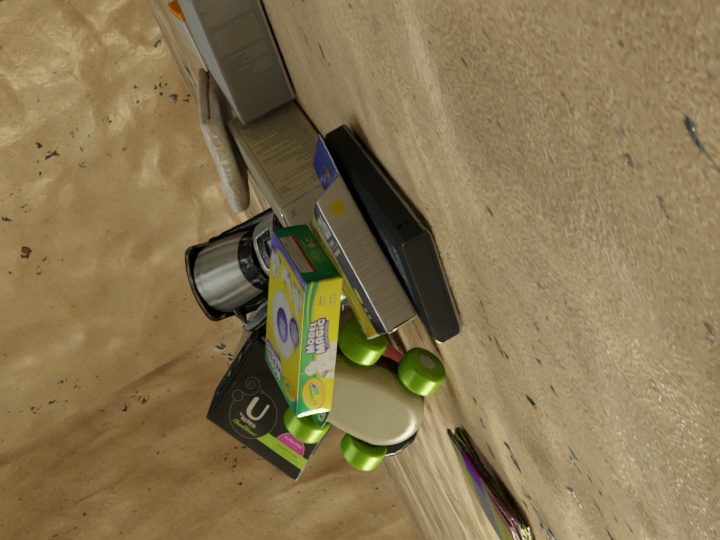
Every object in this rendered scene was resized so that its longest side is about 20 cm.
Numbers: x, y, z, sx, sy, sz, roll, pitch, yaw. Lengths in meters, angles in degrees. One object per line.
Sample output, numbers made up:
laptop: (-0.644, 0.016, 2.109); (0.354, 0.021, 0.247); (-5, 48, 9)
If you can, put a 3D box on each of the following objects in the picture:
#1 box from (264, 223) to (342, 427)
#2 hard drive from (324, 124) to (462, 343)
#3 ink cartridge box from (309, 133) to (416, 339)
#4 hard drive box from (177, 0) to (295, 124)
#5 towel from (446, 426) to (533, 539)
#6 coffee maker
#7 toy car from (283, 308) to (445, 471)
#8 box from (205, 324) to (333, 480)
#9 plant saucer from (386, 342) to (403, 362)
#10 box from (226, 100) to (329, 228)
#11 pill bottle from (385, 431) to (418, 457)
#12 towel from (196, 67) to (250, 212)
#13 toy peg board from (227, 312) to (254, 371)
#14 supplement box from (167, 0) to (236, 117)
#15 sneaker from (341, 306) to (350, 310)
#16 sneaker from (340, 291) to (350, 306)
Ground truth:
box: (-0.066, 0.066, 1.358); (0.118, 0.048, 0.203); (-126, 33, -51)
hard drive: (0.029, -0.038, 1.220); (0.201, 0.033, 0.141); (55, 171, 47)
ink cartridge box: (-0.015, -0.027, 1.283); (0.202, 0.047, 0.198); (60, 175, 2)
hard drive box: (-0.165, -0.304, 1.488); (0.157, 0.076, 0.201); (57, 171, 41)
towel: (0.170, 0.294, 1.518); (0.145, 0.023, 0.200); (66, 174, -35)
coffee maker: (-0.107, -0.032, 1.640); (0.199, 0.193, 0.135); (-22, 111, 40)
toy car: (0.005, 0.107, 1.517); (0.156, 0.165, 0.201); (27, -150, -15)
box: (-0.109, 0.167, 1.650); (0.148, 0.125, 0.200); (34, -177, -6)
plant saucer: (0.006, 0.148, 1.773); (0.199, 0.051, 0.202); (26, 148, 17)
box: (-0.083, -0.124, 1.508); (0.201, 0.094, 0.078); (58, 173, 46)
pill bottle: (0.020, 0.216, 1.999); (0.113, 0.111, 0.200); (64, 174, -16)
towel: (-0.181, -0.176, 1.618); (0.201, 0.034, 0.134); (-104, -5, -59)
toy peg board: (-0.080, 0.128, 1.919); (0.198, 0.203, 0.097); (27, 171, -39)
supplement box: (-0.191, -0.294, 1.753); (0.202, 0.073, 0.126); (66, 172, -24)
sneaker: (-0.005, 0.084, 1.849); (0.092, 0.077, 0.202); (-118, 6, -54)
sneaker: (0.000, 0.000, 1.481); (0.086, 0.076, 0.201); (21, -157, -12)
